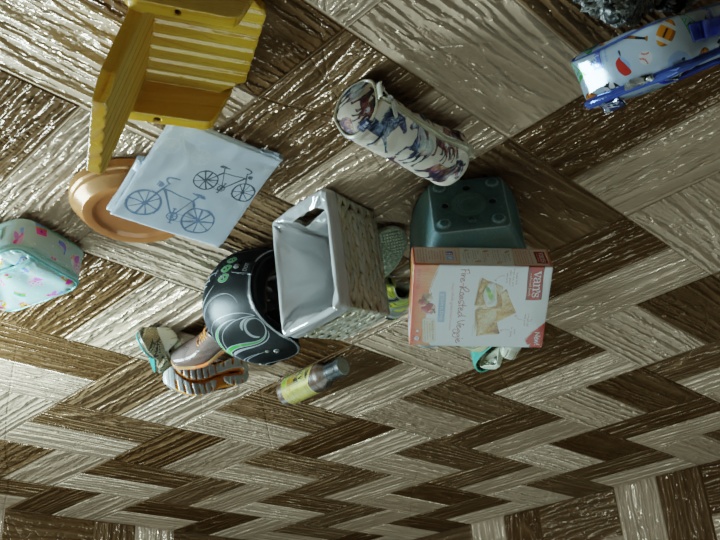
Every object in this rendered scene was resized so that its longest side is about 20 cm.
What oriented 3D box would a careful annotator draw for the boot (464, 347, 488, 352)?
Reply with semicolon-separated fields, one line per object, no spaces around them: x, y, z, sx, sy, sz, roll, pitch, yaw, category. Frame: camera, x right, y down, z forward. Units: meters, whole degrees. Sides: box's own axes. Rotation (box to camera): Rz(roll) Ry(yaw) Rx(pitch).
0.208;0.097;1.727;0.152;0.073;0.200;10;149;-20;boot

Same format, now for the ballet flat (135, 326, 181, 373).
-0.397;0.150;1.763;0.074;0.069;0.201;-22;161;-12;ballet flat

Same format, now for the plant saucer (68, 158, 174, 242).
-0.337;-0.096;1.325;0.196;0.038;0.201;-4;152;-2;plant saucer

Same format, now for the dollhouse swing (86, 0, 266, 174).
-0.205;-0.206;0.990;0.178;0.179;0.201;6;150;-18;dollhouse swing

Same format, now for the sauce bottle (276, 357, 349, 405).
-0.104;0.243;1.962;0.198;0.066;0.064;-29;144;36;sauce bottle

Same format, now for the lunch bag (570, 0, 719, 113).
0.343;-0.244;0.991;0.198;0.077;0.159;-26;-173;-36;lunch bag

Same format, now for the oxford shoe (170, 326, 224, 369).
-0.295;0.132;1.725;0.197;0.072;0.073;-26;143;11;oxford shoe

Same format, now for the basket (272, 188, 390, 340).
-0.045;-0.001;1.373;0.135;0.203;0.122;-27;149;38;basket

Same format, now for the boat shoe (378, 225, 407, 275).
0.000;0.000;1.480;0.074;0.062;0.201;38;102;-17;boat shoe

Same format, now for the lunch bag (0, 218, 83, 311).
-0.563;-0.006;1.418;0.197;0.078;0.160;-17;150;23;lunch bag

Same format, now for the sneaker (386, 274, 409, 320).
0.017;0.029;1.586;0.198;0.076;0.076;14;133;-42;sneaker

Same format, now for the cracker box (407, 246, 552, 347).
0.168;0.039;1.268;0.196;0.058;0.136;0;119;-1;cracker box

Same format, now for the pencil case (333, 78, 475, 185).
0.063;-0.181;1.176;0.198;0.079;0.089;21;158;-38;pencil case

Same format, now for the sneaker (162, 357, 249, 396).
-0.333;0.228;1.869;0.198;0.080;0.077;4;165;-43;sneaker

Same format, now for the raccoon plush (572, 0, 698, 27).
0.304;-0.347;0.932;0.198;0.097;0.135;-23;149;-32;raccoon plush

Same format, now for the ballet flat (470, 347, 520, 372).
0.300;0.163;1.858;0.066;0.072;0.200;9;149;-23;ballet flat

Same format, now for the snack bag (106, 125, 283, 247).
-0.235;-0.126;1.255;0.186;0.022;0.200;17;128;-35;snack bag

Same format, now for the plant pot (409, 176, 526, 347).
0.169;-0.028;1.364;0.192;0.198;0.202;-6;134;4;plant pot

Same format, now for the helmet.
-0.169;0.061;1.482;0.198;0.204;0.189;17;155;-34;helmet
